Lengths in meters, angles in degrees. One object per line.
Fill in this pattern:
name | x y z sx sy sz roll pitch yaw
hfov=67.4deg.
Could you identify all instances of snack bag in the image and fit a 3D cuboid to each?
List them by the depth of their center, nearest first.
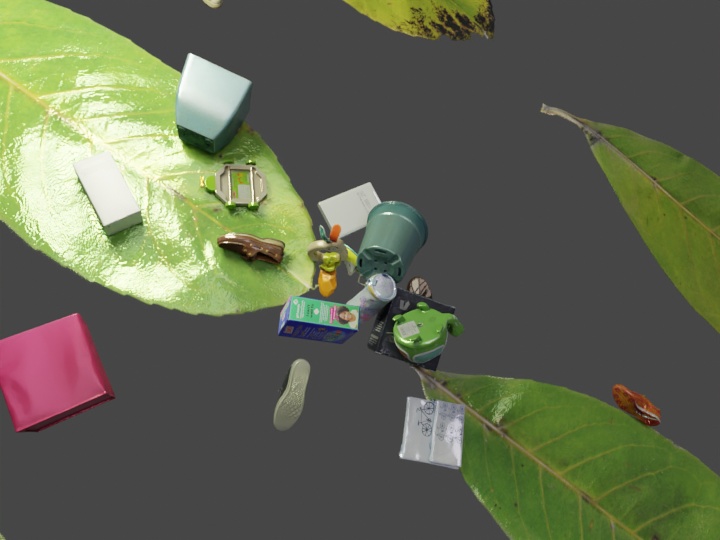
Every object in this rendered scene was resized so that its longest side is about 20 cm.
snack bag | 0.216 0.477 1.606 0.198 0.021 0.191 15 69 -13

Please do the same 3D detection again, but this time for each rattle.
rattle | -0.097 -0.030 1.567 0.129 0.200 0.144 26 67 -9

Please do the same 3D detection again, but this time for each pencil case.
pencil case | 0.028 0.085 1.573 0.090 0.200 0.084 8 61 -21

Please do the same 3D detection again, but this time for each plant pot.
plant pot | -0.451 -0.472 1.606 0.194 0.196 0.202 21 77 -11
plant pot | 0.084 -0.070 1.609 0.199 0.201 0.197 33 44 -6

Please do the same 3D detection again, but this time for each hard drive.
hard drive | -0.023 -0.192 1.740 0.199 0.027 0.133 -25 82 -24

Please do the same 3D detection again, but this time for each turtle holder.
turtle holder | 0.180 0.173 1.491 0.140 0.133 0.185 26 53 38

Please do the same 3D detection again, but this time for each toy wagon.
toy wagon | -0.385 -0.262 1.635 0.198 0.040 0.157 -1 73 -18

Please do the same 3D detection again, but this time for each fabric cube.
fabric cube | -0.717 0.245 1.273 0.195 0.200 0.201 -23 83 -24

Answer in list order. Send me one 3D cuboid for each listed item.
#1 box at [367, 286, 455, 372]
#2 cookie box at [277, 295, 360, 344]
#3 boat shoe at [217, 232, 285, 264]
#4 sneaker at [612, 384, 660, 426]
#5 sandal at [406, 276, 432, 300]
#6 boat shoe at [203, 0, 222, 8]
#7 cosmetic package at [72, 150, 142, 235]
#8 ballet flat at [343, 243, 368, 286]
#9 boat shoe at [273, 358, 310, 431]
box | 0.149 0.169 1.603 0.195 0.117 0.202 20 86 -12
cookie box | -0.120 0.142 1.521 0.198 0.171 0.076 10 67 -15
boat shoe | -0.319 -0.063 1.575 0.198 0.072 0.068 9 68 -18
sneaker | 0.936 0.450 1.841 0.199 0.073 0.077 39 43 -7
sandal | 0.200 0.116 1.703 0.080 0.054 0.201 -30 99 -12
boat shoe | -0.543 -0.963 1.795 0.199 0.065 0.072 34 66 -6
cosmetic package | -0.696 -0.213 1.490 0.107 0.085 0.201 -26 83 -23
ballet flat | 0.000 0.000 1.668 0.199 0.067 0.067 39 79 -4
boat shoe | -0.190 0.342 1.494 0.074 0.062 0.202 18 83 -17
